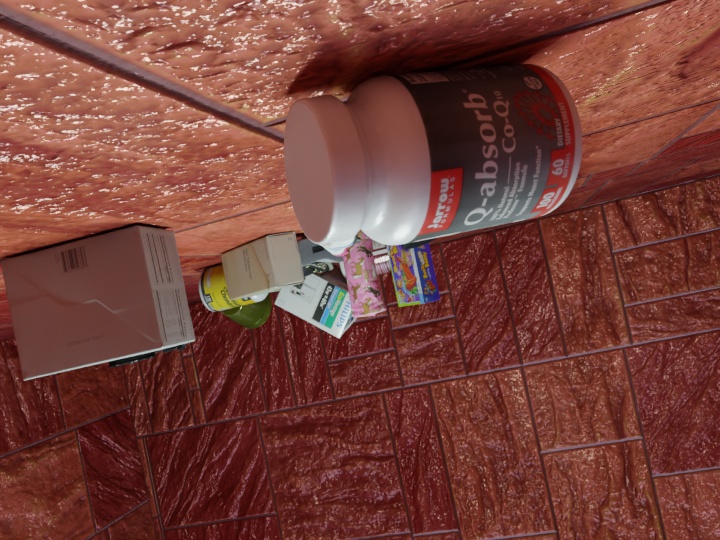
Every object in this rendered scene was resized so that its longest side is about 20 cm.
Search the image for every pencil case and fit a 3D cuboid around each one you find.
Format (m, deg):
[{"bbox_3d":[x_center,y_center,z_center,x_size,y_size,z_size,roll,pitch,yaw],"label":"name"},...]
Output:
[{"bbox_3d":[0.000,0.000,1.421,0.082,0.205,0.086,-12,-179,40],"label":"pencil case"}]

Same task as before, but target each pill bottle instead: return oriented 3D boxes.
[{"bbox_3d":[0.051,-0.082,0.485,0.196,0.119,0.115,-12,179,-24],"label":"pill bottle"},{"bbox_3d":[-0.297,0.030,1.674,0.196,0.115,0.112,-14,178,19],"label":"pill bottle"},{"bbox_3d":[0.045,-0.047,1.743,0.195,0.116,0.113,-12,178,11],"label":"pill bottle"}]

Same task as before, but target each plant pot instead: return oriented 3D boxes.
[{"bbox_3d":[-0.518,0.143,2.924,0.196,0.205,0.192,-13,166,18],"label":"plant pot"}]

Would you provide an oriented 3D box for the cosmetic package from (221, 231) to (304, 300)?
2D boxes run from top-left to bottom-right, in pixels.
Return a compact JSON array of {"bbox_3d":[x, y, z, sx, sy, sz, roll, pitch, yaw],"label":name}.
[{"bbox_3d":[-0.204,-0.006,1.372,0.072,0.106,0.198,-10,176,-38],"label":"cosmetic package"}]

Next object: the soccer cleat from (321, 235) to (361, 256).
[{"bbox_3d":[-0.053,-0.070,1.249,0.084,0.072,0.200,4,173,-10],"label":"soccer cleat"}]

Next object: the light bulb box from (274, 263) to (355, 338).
[{"bbox_3d":[-0.095,0.061,1.796,0.197,0.127,0.198,27,-166,7],"label":"light bulb box"}]

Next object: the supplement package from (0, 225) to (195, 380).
[{"bbox_3d":[-0.343,0.041,0.890,0.195,0.160,0.111,-13,178,7],"label":"supplement package"}]

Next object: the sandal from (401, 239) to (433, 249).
[{"bbox_3d":[0.115,-0.089,1.348,0.073,0.046,0.200,-18,164,-2],"label":"sandal"}]

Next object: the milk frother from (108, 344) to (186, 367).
[{"bbox_3d":[-0.544,0.127,1.699,0.177,0.193,0.199,-12,179,26],"label":"milk frother"}]

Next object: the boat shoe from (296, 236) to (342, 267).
[{"bbox_3d":[-0.101,-0.043,1.461,0.067,0.075,0.198,-3,-168,39],"label":"boat shoe"}]

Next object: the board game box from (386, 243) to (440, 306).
[{"bbox_3d":[0.115,-0.023,1.554,0.044,0.205,0.134,-11,178,-23],"label":"board game box"}]

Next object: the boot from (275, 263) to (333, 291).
[{"bbox_3d":[-0.148,-0.009,1.619,0.152,0.075,0.204,-30,171,0],"label":"boot"}]
